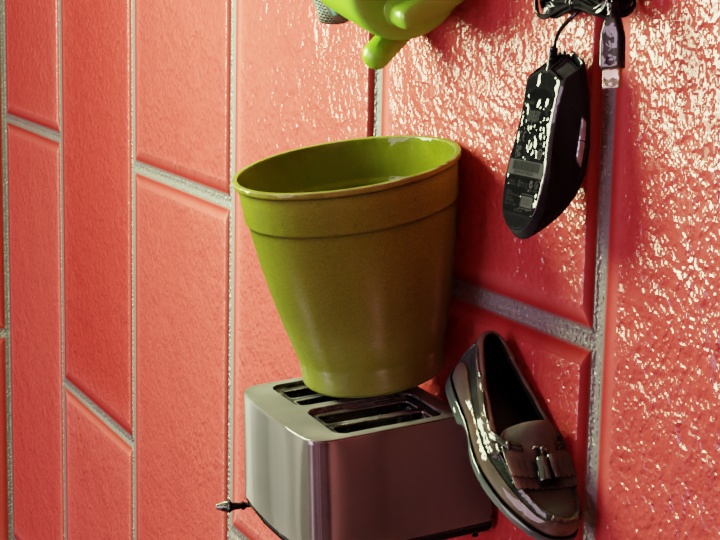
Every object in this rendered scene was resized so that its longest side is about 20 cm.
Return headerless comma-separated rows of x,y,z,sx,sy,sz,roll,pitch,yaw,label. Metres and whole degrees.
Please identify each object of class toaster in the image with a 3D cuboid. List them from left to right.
-0.007,0.168,1.440,0.181,0.198,0.120,-155,60,-63,toaster

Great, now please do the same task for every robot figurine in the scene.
0.016,-0.269,1.427,0.200,0.115,0.177,42,160,56,robot figurine

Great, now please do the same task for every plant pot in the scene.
0.000,0.000,1.440,0.200,0.199,0.195,26,127,62,plant pot

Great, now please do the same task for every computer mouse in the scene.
0.163,-0.119,1.216,0.140,0.046,0.202,-172,91,-69,computer mouse

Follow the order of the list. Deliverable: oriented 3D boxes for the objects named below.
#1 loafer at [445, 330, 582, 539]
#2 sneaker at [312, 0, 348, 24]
0.122,0.128,1.308,0.201,0.071,0.063,61,139,47,loafer
-0.045,-0.322,1.612,0.092,0.077,0.201,112,147,-50,sneaker
